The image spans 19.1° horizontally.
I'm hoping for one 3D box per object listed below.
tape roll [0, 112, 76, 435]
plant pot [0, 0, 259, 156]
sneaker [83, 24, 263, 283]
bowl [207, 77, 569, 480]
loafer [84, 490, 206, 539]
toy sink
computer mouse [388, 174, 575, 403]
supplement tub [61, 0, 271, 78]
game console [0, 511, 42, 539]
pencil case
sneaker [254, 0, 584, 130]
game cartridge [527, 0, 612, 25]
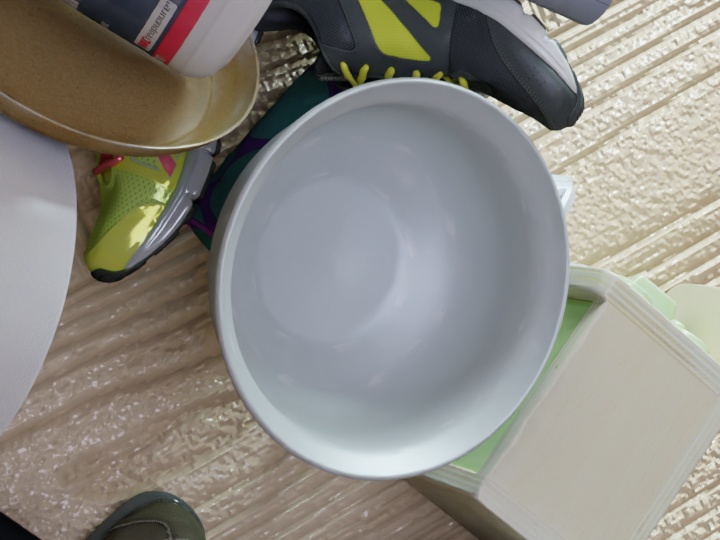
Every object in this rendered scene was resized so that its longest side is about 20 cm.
[{"bbox_3d":[-0.245,-0.009,1.000,0.139,0.202,0.203,19,86,-39],"label":"tape roll"},{"bbox_3d":[-0.143,-0.124,1.037,0.200,0.200,0.028,22,128,-22],"label":"plant pot"},{"bbox_3d":[-0.118,-0.091,1.134,0.090,0.078,0.201,23,73,-22],"label":"sneaker"},{"bbox_3d":[0.000,0.000,1.081,0.200,0.090,0.202,-5,99,-29],"label":"bowl"},{"bbox_3d":[-0.154,0.201,1.137,0.075,0.070,0.200,43,78,-19],"label":"loafer"},{"bbox_3d":[0.126,0.064,1.211,0.112,0.130,0.200,39,80,-19],"label":"toy sink"},{"bbox_3d":[0.047,0.011,1.200,0.044,0.110,0.200,43,68,-15],"label":"computer mouse"},{"bbox_3d":[-0.119,-0.195,0.991,0.200,0.140,0.141,31,82,-9],"label":"supplement tub"},{"bbox_3d":[-0.217,0.216,1.060,0.031,0.177,0.200,41,78,-41],"label":"game console"},{"bbox_3d":[-0.004,-0.070,1.170,0.200,0.092,0.085,-47,146,-11],"label":"pencil case"},{"bbox_3d":[0.023,-0.119,1.107,0.200,0.074,0.085,33,83,14],"label":"sneaker"},{"bbox_3d":[0.043,-0.191,1.117,0.133,0.200,0.041,13,111,-39],"label":"game cartridge"}]
